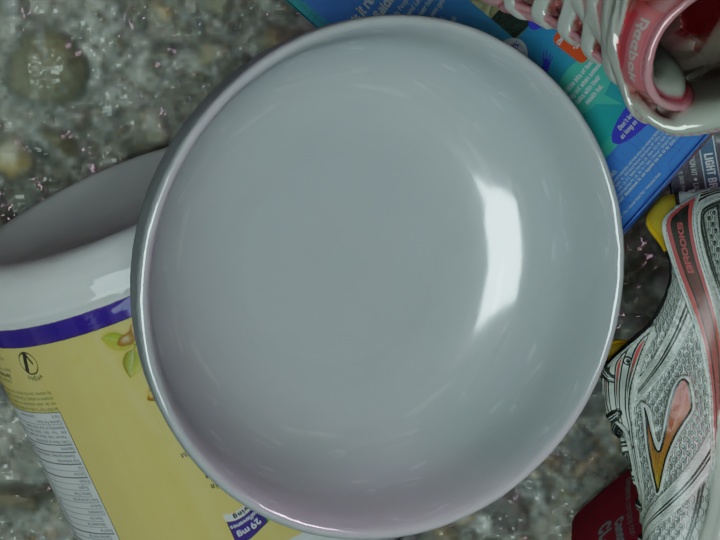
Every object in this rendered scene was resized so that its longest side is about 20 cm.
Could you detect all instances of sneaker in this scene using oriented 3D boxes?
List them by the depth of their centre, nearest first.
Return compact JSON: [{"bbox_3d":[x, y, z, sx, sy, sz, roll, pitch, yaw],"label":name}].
[{"bbox_3d":[0.092,-0.104,0.886,0.200,0.105,0.076,15,124,29],"label":"sneaker"},{"bbox_3d":[0.133,0.062,1.018,0.082,0.078,0.201,13,94,16],"label":"sneaker"}]

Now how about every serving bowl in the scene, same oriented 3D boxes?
[{"bbox_3d":[0.000,0.000,0.976,0.200,0.066,0.201,-4,100,-22],"label":"serving bowl"}]

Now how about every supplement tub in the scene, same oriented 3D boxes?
[{"bbox_3d":[-0.067,0.059,1.070,0.145,0.145,0.200,-20,107,12],"label":"supplement tub"}]

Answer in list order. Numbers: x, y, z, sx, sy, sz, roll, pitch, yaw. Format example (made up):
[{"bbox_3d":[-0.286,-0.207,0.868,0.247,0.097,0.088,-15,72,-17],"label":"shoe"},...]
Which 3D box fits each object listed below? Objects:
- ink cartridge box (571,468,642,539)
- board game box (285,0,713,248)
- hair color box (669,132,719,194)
[{"bbox_3d":[0.211,0.111,1.096,0.148,0.086,0.200,43,110,-10],"label":"ink cartridge box"},{"bbox_3d":[0.063,-0.118,0.996,0.200,0.045,0.152,43,132,4],"label":"board game box"},{"bbox_3d":[0.221,-0.079,1.038,0.199,0.061,0.100,-10,109,8],"label":"hair color box"}]
